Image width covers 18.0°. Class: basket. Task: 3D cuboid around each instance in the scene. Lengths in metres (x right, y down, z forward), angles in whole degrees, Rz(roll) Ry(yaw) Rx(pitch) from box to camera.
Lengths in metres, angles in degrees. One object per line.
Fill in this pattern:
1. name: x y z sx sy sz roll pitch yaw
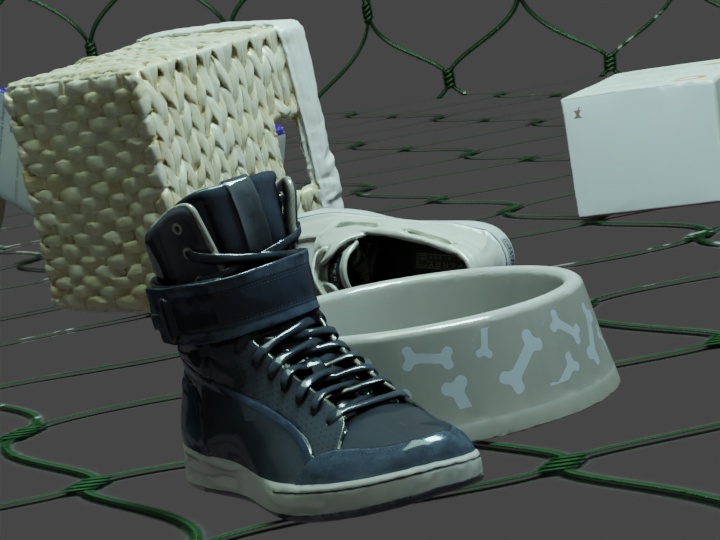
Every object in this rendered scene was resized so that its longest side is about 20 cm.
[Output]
1. basket: -0.137 -0.074 1.707 0.160 0.199 0.200 -21 14 -39

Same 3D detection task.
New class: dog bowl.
1. dog bowl: 0.031 0.043 1.161 0.199 0.059 0.200 -10 8 1

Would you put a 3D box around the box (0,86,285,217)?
1. box: -0.200 -0.099 2.032 0.200 0.105 0.184 27 30 34

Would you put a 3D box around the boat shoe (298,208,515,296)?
1. boat shoe: 0.000 0.000 1.481 0.199 0.072 0.066 5 9 29

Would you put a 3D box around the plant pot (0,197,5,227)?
1. plant pot: -0.447 -0.051 2.020 0.200 0.201 0.184 -6 20 23

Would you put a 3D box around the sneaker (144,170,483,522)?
1. sneaker: -0.028 0.031 1.010 0.077 0.147 0.202 -13 10 -36

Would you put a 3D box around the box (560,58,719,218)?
1. box: 0.250 -0.111 1.842 0.124 0.098 0.200 -6 8 20
